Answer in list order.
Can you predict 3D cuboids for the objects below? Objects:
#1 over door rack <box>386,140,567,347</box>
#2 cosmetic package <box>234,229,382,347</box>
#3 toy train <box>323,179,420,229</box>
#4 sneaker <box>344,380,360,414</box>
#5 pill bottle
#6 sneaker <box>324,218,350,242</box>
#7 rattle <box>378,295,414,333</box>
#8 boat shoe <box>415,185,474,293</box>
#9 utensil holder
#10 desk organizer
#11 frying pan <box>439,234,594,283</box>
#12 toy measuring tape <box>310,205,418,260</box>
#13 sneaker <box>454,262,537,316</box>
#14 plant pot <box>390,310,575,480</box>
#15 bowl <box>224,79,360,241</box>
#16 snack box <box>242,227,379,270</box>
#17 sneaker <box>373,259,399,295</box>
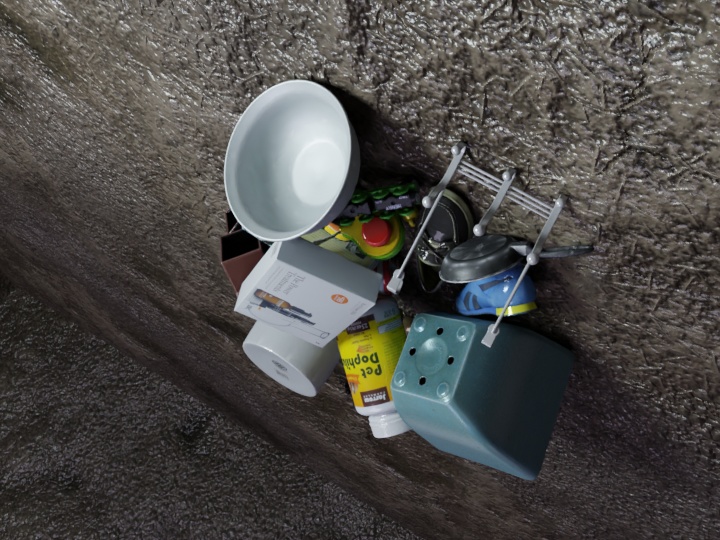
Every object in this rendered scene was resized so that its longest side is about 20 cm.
[{"bbox_3d":[0.130,-0.025,0.951,0.146,0.203,0.066,29,-163,13],"label":"over door rack"},{"bbox_3d":[-0.078,0.032,1.162,0.149,0.052,0.200,22,150,-15],"label":"cosmetic package"},{"bbox_3d":[-0.008,-0.088,1.103,0.197,0.057,0.042,-8,116,27],"label":"toy train"},{"bbox_3d":[0.006,0.185,1.518,0.069,0.201,0.100,27,116,-15],"label":"sneaker"},{"bbox_3d":[0.030,0.149,1.283,0.109,0.108,0.204,-14,93,61],"label":"pill bottle"},{"bbox_3d":[-0.070,-0.128,1.185,0.198,0.070,0.090,33,143,3],"label":"sneaker"},{"bbox_3d":[0.115,0.080,1.372,0.196,0.146,0.130,12,-175,12],"label":"rattle"},{"bbox_3d":[0.107,-0.033,1.111,0.071,0.066,0.202,27,156,18],"label":"boat shoe"},{"bbox_3d":[-0.090,0.093,1.454,0.168,0.201,0.171,28,156,14],"label":"utensil holder"},{"bbox_3d":[-0.181,-0.052,1.308,0.201,0.071,0.078,-106,-3,-51],"label":"desk organizer"},{"bbox_3d":[0.175,-0.015,1.010,0.188,0.114,0.031,1,117,50],"label":"frying pan"},{"bbox_3d":[-0.006,-0.032,1.143,0.074,0.197,0.074,61,-170,-18],"label":"toy measuring tape"},{"bbox_3d":[0.182,0.021,1.142,0.200,0.065,0.080,168,89,-75],"label":"sneaker"},{"bbox_3d":[0.157,0.157,1.191,0.194,0.199,0.199,8,160,46],"label":"plant pot"},{"bbox_3d":[-0.072,-0.131,1.056,0.199,0.205,0.090,19,-176,32],"label":"bowl"},{"bbox_3d":[-0.062,-0.058,1.225,0.198,0.117,0.037,31,143,9],"label":"snack box"},{"bbox_3d":[0.000,0.000,1.317,0.110,0.073,0.200,-6,-167,-6],"label":"sneaker"}]
